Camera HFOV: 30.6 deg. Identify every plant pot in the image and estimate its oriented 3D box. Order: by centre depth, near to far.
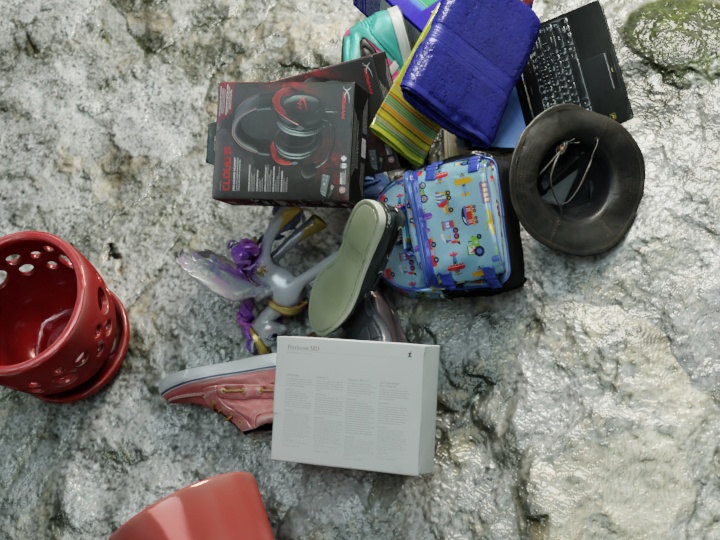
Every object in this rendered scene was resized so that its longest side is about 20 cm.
[{"bbox_3d":[-0.176,0.361,1.542,0.200,0.200,0.178,-31,69,1],"label":"plant pot"},{"bbox_3d":[-0.415,0.074,1.744,0.199,0.183,0.201,-7,63,13],"label":"plant pot"}]

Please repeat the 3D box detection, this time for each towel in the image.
[{"bbox_3d":[0.138,-0.270,1.662,0.049,0.147,0.201,-4,57,59],"label":"towel"},{"bbox_3d":[0.088,-0.236,1.666,0.018,0.086,0.201,-6,52,63],"label":"towel"}]

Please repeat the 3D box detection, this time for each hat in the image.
[{"bbox_3d":[0.258,-0.112,1.667,0.201,0.200,0.081,-55,21,-12],"label":"hat"}]

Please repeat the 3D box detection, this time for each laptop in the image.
[{"bbox_3d":[0.226,-0.255,1.705,0.199,0.103,0.178,-19,71,22],"label":"laptop"}]

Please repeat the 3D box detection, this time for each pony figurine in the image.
[{"bbox_3d":[-0.125,0.005,1.710,0.193,0.167,0.200,41,100,3],"label":"pony figurine"}]

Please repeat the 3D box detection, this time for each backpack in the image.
[{"bbox_3d":[0.095,-0.051,1.660,0.199,0.134,0.184,-6,88,22],"label":"backpack"}]

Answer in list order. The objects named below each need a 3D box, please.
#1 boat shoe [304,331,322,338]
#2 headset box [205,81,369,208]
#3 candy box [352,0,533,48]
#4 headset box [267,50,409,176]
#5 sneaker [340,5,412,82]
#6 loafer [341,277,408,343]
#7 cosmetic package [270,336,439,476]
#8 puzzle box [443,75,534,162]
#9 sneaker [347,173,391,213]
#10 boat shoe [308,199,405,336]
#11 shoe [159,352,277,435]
[{"bbox_3d":[0.002,0.150,1.649,0.072,0.076,0.200,-37,70,-7],"label":"boat shoe"},{"bbox_3d":[-0.096,-0.155,1.632,0.199,0.075,0.149,3,87,16],"label":"headset box"},{"bbox_3d":[0.113,-0.377,1.835,0.169,0.077,0.200,-32,61,-20],"label":"candy box"},{"bbox_3d":[-0.049,-0.187,1.711,0.199,0.077,0.150,-11,100,17],"label":"headset box"},{"bbox_3d":[0.020,-0.243,1.771,0.120,0.084,0.201,-14,102,2],"label":"sneaker"},{"bbox_3d":[0.017,0.062,1.681,0.072,0.063,0.200,-50,33,23],"label":"loafer"},{"bbox_3d":[-0.008,0.158,1.572,0.199,0.052,0.152,3,90,26],"label":"cosmetic package"},{"bbox_3d":[0.209,-0.207,1.776,0.199,0.025,0.134,-8,64,13],"label":"puzzle box"},{"bbox_3d":[-0.009,-0.148,1.785,0.075,0.077,0.201,-25,63,2],"label":"sneaker"},{"bbox_3d":[-0.001,-0.002,1.631,0.074,0.066,0.200,43,123,37],"label":"boat shoe"},{"bbox_3d":[-0.168,0.168,1.688,0.199,0.071,0.091,-13,75,21],"label":"shoe"}]
